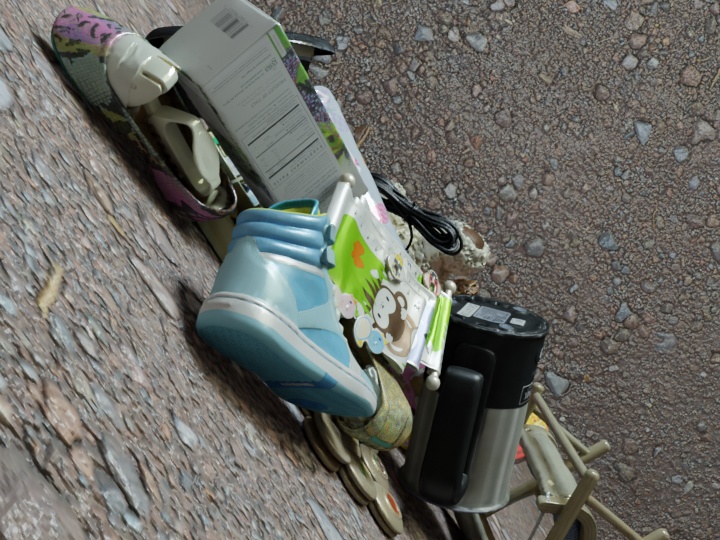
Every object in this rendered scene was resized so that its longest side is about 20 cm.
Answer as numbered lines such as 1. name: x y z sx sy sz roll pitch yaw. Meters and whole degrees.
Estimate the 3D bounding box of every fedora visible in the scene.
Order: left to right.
1. fedora: -0.127 -0.201 1.123 0.201 0.199 0.092 -70 164 -82

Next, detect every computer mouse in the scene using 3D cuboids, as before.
1. computer mouse: 0.000 0.000 1.115 0.140 0.200 0.046 39 26 7

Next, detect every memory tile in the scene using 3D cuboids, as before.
1. memory tile: -0.019 0.130 0.945 0.154 0.017 0.200 54 8 -33

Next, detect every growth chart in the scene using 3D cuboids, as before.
1. growth chart: 0.022 0.015 0.920 0.200 0.018 0.146 46 39 -37

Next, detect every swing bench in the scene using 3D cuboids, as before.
1. swing bench: 0.186 0.265 1.141 0.130 0.200 0.199 40 11 -19

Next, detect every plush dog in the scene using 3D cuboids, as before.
1. plush dog: 0.056 -0.003 1.360 0.199 0.161 0.172 32 -7 22

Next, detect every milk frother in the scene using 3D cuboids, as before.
1. milk frother: 0.061 0.120 1.064 0.199 0.190 0.180 20 16 32

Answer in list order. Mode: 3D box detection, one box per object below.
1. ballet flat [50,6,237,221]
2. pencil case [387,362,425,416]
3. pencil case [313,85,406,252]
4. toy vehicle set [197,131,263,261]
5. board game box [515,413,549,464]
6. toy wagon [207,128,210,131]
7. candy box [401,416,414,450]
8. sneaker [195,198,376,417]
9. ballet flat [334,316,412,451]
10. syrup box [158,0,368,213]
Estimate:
1. ballet flat: -0.154 -0.120 0.826 0.071 0.069 0.201 0 -48 45
2. pencil case: 0.069 0.111 1.205 0.201 0.083 0.086 54 -18 -9
3. pencil case: -0.032 -0.078 1.030 0.201 0.090 0.083 64 -28 13
4. toy vehicle set: -0.108 -0.073 1.002 0.125 0.026 0.200 58 18 -5
5. board game box: 0.131 0.150 1.322 0.201 0.151 0.046 68 -29 19
6. toy wagon: -0.103 -0.069 1.162 0.201 0.039 0.155 62 7 25
7. candy box: 0.026 0.128 1.264 0.201 0.026 0.102 61 10 31
8. sneaker: -0.034 0.024 0.794 0.200 0.079 0.131 47 49 -52
9. ballet flat: -0.021 0.063 0.917 0.201 0.070 0.071 61 7 28
10. syrup box: -0.075 -0.121 0.892 0.079 0.081 0.200 42 -10 42
